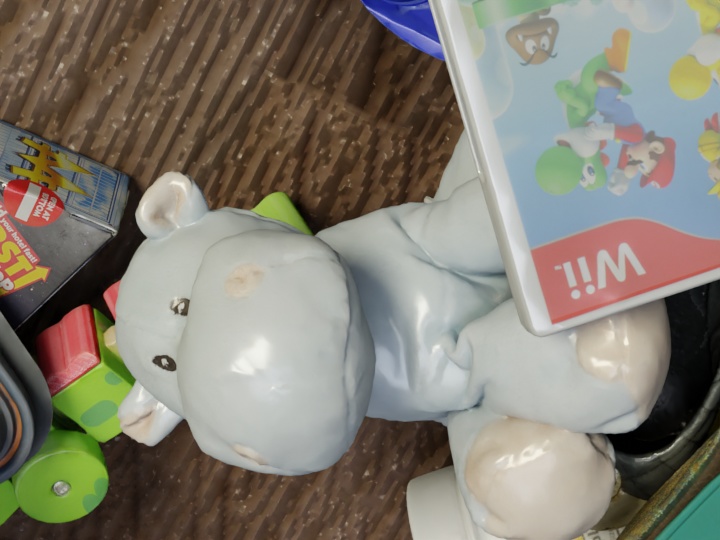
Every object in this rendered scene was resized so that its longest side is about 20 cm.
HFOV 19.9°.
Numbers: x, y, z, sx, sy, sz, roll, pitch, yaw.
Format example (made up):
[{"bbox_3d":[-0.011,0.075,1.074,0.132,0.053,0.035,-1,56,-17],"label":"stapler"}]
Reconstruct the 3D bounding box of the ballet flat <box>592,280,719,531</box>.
[{"bbox_3d":[0.108,0.016,0.730,0.066,0.057,0.200,21,121,6],"label":"ballet flat"}]

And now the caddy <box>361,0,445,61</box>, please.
[{"bbox_3d":[0.058,-0.165,0.716,0.141,0.105,0.200,23,107,8],"label":"caddy"}]

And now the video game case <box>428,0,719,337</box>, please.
[{"bbox_3d":[0.092,-0.094,0.632,0.143,0.017,0.200,-18,102,-6],"label":"video game case"}]

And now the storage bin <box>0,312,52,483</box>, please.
[{"bbox_3d":[-0.224,0.036,0.715,0.146,0.134,0.200,-29,105,13],"label":"storage bin"}]

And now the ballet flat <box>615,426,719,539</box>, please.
[{"bbox_3d":[0.155,0.071,0.744,0.200,0.071,0.071,-45,110,-5],"label":"ballet flat"}]

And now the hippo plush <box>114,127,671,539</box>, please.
[{"bbox_3d":[0.000,0.000,0.723,0.161,0.200,0.159,7,106,-25],"label":"hippo plush"}]

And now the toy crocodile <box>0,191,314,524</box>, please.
[{"bbox_3d":[-0.102,0.038,0.822,0.200,0.068,0.062,-37,129,9],"label":"toy crocodile"}]

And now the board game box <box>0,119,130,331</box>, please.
[{"bbox_3d":[-0.204,-0.019,0.808,0.200,0.062,0.200,-29,113,11],"label":"board game box"}]

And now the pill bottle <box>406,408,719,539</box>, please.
[{"bbox_3d":[0.126,0.095,0.839,0.200,0.112,0.112,-20,115,9],"label":"pill bottle"}]
